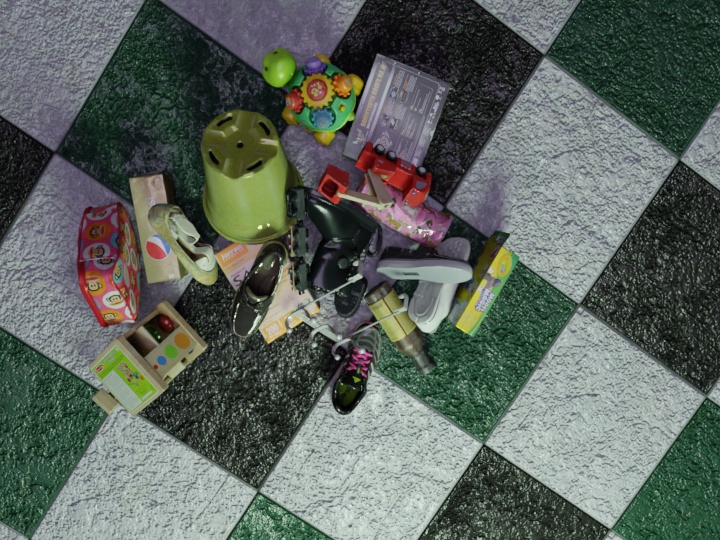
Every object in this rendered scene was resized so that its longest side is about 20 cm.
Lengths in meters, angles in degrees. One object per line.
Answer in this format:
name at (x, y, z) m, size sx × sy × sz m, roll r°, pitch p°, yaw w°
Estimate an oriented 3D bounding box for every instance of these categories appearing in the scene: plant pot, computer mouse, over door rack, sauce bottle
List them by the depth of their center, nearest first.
plant pot at (-0.199, -0.176, 1.043) m, size 0.196 × 0.185 × 0.204 m, roll 1°, pitch 69°, yaw -2°
over door rack at (-0.024, 0.088, 1.099) m, size 0.199 × 0.067 × 0.147 m, roll -37°, pitch 130°, yaw 23°
sauce bottle at (0.082, 0.119, 1.186) m, size 0.064 × 0.065 × 0.202 m, roll -32°, pitch 97°, yaw 2°
computer mouse at (0.000, 0.000, 1.188) m, size 0.058 × 0.034 × 0.203 m, roll 23°, pitch 91°, yaw 20°

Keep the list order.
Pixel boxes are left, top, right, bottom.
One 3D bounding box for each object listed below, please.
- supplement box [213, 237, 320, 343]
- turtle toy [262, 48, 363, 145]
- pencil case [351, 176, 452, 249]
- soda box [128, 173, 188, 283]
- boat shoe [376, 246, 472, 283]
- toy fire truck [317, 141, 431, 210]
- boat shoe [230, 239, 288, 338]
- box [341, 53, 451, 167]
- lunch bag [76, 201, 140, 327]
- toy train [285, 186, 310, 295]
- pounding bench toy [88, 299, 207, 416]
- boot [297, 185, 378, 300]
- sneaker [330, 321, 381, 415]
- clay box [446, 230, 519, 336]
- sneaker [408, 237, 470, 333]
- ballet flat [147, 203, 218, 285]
supplement box at (-0.180, 0.020, 1.158) m, size 0.125 × 0.074 × 0.202 m, roll -31°, pitch 97°, yaw 1°
turtle toy at (-0.094, -0.339, 1.102) m, size 0.198 × 0.101 × 0.147 m, roll 32°, pitch 95°, yaw 2°
pencil case at (0.083, -0.118, 1.147) m, size 0.198 × 0.083 × 0.087 m, roll 31°, pitch 83°, yaw -5°
soda box at (-0.389, -0.083, 1.142) m, size 0.066 × 0.064 × 0.204 m, roll -8°, pitch 98°, yaw -1°
boat shoe at (0.122, -0.017, 1.133) m, size 0.197 × 0.069 × 0.058 m, roll 3°, pitch 64°, yaw 29°
toy fire truck at (0.032, -0.157, 1.062) m, size 0.197 × 0.049 × 0.143 m, roll 25°, pitch 51°, yaw -12°
boat shoe at (-0.194, 0.039, 1.085) m, size 0.072 × 0.065 × 0.203 m, roll 21°, pitch 103°, yaw -5°
box at (0.068, -0.291, 1.144) m, size 0.156 × 0.048 × 0.203 m, roll 19°, pitch 95°, yaw -4°
lunch bag at (-0.450, -0.004, 1.080) m, size 0.080 × 0.202 × 0.178 m, roll -10°, pitch 141°, yaw -7°
toy train at (-0.115, -0.052, 1.059) m, size 0.034 × 0.045 × 0.204 m, roll -19°, pitch 120°, yaw -38°
pounding bench toy at (-0.419, 0.177, 1.139) m, size 0.199 × 0.156 × 0.125 m, roll -37°, pitch 98°, yaw 34°
boot at (-0.065, -0.046, 1.104) m, size 0.199 × 0.076 × 0.171 m, roll 26°, pitch 86°, yaw -42°
sneaker at (-0.007, 0.203, 1.180) m, size 0.073 × 0.087 × 0.203 m, roll 22°, pitch 95°, yaw -5°
clay box at (0.242, 0.021, 1.155) m, size 0.047 × 0.115 × 0.202 m, roll 30°, pitch 95°, yaw -6°
sneaker at (0.164, 0.028, 1.180) m, size 0.080 × 0.076 × 0.202 m, roll 41°, pitch 76°, yaw -48°
ballet flat at (-0.317, -0.047, 1.108) m, size 0.070 × 0.071 × 0.201 m, roll -32°, pitch 126°, yaw 1°
